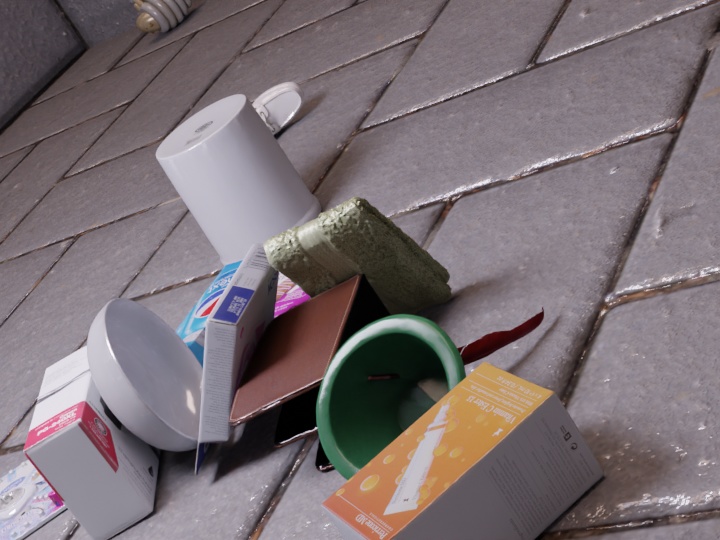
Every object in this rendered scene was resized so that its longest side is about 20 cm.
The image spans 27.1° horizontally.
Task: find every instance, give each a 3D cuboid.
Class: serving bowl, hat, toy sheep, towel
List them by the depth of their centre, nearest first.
[{"bbox_3d":[0.083,0.136,1.486,0.199,0.175,0.167,-27,65,27],"label":"hat"},{"bbox_3d":[0.000,0.000,1.671,0.147,0.200,0.037,-25,46,24],"label":"towel"},{"bbox_3d":[-0.251,0.132,1.741,0.066,0.200,0.201,-36,21,15],"label":"serving bowl"},{"bbox_3d":[-0.504,-0.693,3.862,0.200,0.138,0.138,-50,25,-9],"label":"toy sheep"}]

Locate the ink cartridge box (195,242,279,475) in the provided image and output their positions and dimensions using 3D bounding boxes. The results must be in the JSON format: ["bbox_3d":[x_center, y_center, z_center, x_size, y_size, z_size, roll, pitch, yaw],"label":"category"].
[{"bbox_3d":[-0.136,0.100,1.691,0.043,0.202,0.197,10,28,7],"label":"ink cartridge box"}]

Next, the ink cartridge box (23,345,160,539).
[{"bbox_3d":[-0.306,0.194,1.745,0.083,0.146,0.200,-30,22,10],"label":"ink cartridge box"}]

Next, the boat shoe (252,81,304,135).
[{"bbox_3d":[-0.176,-0.244,2.580,0.199,0.071,0.069,-39,22,10],"label":"boat shoe"}]

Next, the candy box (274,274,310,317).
[{"bbox_3d":[-0.070,0.030,1.873,0.135,0.061,0.200,-15,28,39],"label":"candy box"}]

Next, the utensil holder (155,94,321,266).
[{"bbox_3d":[-0.177,-0.128,2.160,0.169,0.201,0.170,-28,22,12],"label":"utensil holder"}]

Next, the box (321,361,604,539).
[{"bbox_3d":[0.086,0.188,1.283,0.200,0.098,0.124,-40,23,-14],"label":"box"}]

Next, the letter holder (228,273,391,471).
[{"bbox_3d":[-0.046,0.119,1.608,0.141,0.101,0.201,-25,23,24],"label":"letter holder"}]

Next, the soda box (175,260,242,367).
[{"bbox_3d":[-0.181,0.071,1.930,0.064,0.068,0.201,-16,28,37],"label":"soda box"}]

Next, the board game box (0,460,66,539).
[{"bbox_3d":[-0.444,0.290,1.899,0.199,0.026,0.200,-34,22,-2],"label":"board game box"}]
